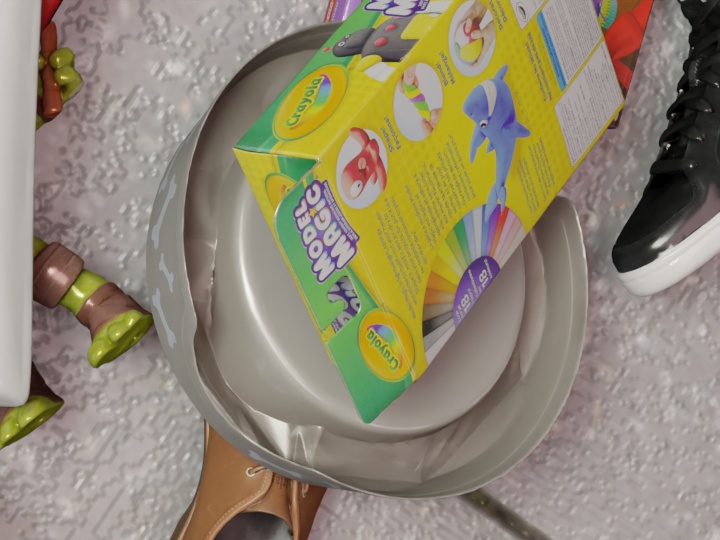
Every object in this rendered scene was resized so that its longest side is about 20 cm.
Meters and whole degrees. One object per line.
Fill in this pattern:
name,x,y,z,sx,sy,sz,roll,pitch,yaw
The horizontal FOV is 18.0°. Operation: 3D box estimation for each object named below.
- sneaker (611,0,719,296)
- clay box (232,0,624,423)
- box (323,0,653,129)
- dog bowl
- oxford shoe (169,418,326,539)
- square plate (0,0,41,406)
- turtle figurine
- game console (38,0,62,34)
sneaker,0.156,-0.091,1.021,0.112,0.073,0.200,47,72,-11
clay box,0.025,-0.049,0.884,0.200,0.047,0.115,-50,134,-31
box,0.074,-0.176,1.001,0.136,0.039,0.201,16,90,-15
dog bowl,0.000,0.000,0.945,0.200,0.059,0.201,8,74,-31
oxford shoe,-0.035,0.078,0.972,0.071,0.071,0.201,16,85,-15
square plate,-0.222,-0.049,0.864,0.199,0.028,0.199,5,103,5
turtle figurine,-0.173,-0.008,0.926,0.200,0.064,0.161,-40,86,-11
game console,-0.195,-0.164,0.905,0.200,0.119,0.173,33,47,-3
